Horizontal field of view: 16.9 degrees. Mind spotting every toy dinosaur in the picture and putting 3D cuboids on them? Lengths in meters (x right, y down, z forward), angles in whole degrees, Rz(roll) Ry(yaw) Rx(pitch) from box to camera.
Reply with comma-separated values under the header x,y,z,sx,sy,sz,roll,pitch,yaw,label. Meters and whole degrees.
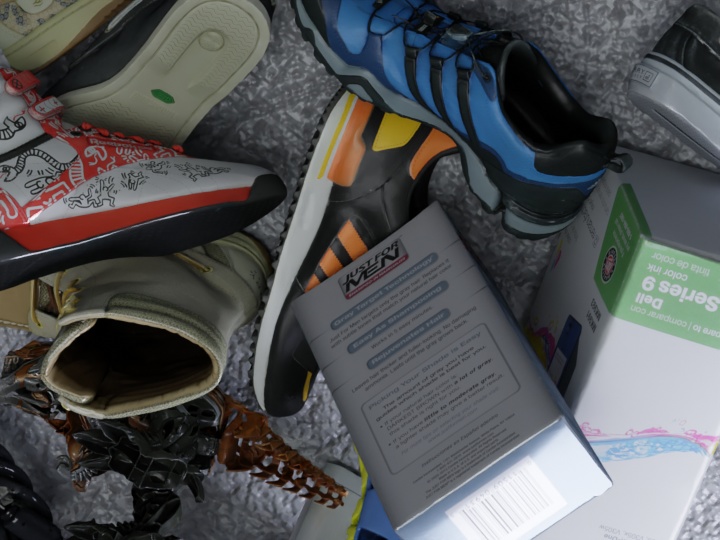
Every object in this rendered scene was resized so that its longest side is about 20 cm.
x,y,z,sx,sy,sz,roll,pitch,yaw,label
-0.110,0.090,1.343,0.199,0.136,0.102,-2,119,17,toy dinosaur

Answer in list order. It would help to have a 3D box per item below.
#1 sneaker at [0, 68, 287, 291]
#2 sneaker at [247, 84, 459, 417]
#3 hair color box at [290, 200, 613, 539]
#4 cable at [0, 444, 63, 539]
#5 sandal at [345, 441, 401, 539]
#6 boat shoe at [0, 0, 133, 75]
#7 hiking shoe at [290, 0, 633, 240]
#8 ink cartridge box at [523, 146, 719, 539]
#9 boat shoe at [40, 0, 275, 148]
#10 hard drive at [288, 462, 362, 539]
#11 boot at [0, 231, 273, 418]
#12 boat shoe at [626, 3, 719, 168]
x,y,z,sx,sy,sz,roll,pitch,yaw,label
-0.142,-0.060,1.274,0.201,0.067,0.108,-14,74,-25,sneaker
0.000,0.000,1.330,0.090,0.070,0.201,18,109,5,sneaker
0.042,0.060,1.229,0.099,0.200,0.061,-35,127,6,hair color box
-0.274,0.161,1.414,0.200,0.051,0.163,-26,131,27,cable
0.036,0.125,1.299,0.079,0.201,0.087,9,147,-25,sandal
-0.127,-0.180,1.285,0.200,0.073,0.063,-36,103,19,boat shoe
0.054,-0.110,1.263,0.200,0.074,0.087,40,142,0,hiking shoe
0.139,0.054,1.282,0.087,0.145,0.201,15,112,-9,ink cartridge box
-0.119,-0.105,1.321,0.072,0.068,0.200,34,127,-28,boat shoe
0.013,0.193,1.325,0.132,0.200,0.027,31,118,-3,hard drive
-0.157,0.023,1.317,0.199,0.155,0.072,2,111,8,boot
0.235,-0.065,1.270,0.200,0.072,0.071,36,90,-15,boat shoe
